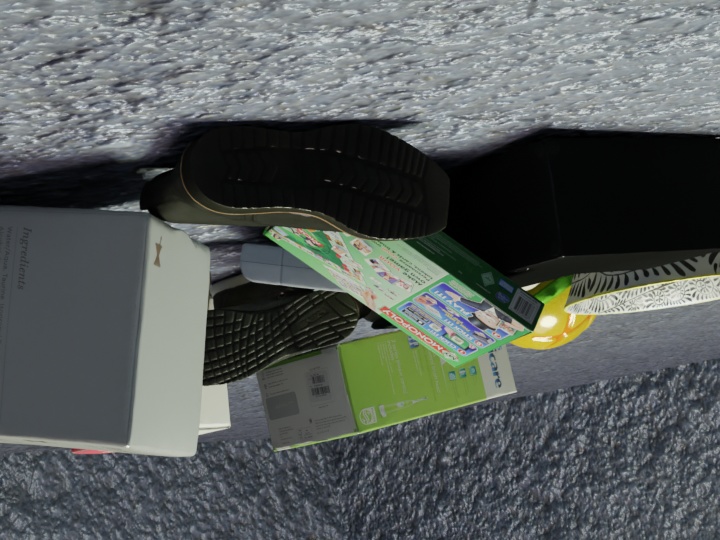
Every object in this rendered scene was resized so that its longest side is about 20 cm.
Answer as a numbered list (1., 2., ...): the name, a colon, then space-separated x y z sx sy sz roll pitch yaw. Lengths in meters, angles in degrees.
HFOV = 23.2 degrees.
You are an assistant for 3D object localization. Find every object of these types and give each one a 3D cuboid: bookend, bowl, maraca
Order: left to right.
1. maraca: 0.183 0.026 1.759 0.137 0.107 0.200 -40 175 19
2. bookend: 0.170 -0.041 1.431 0.198 0.093 0.198 -3 172 -34
3. bowl: 0.282 -0.022 1.637 0.198 0.095 0.201 -7 170 -1

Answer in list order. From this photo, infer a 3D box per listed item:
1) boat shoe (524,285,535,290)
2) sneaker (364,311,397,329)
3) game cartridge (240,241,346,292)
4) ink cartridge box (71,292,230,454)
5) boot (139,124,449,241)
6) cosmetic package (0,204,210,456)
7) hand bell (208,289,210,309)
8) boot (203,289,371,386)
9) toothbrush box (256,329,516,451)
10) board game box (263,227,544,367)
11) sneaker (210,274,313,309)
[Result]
1. boat shoe: 0.111 -0.019 1.609 0.092 0.075 0.200 13 154 -14
2. sneaker: 0.042 0.024 1.790 0.128 0.081 0.199 2 173 -19
3. game cartridge: 0.000 0.000 1.543 0.198 0.041 0.133 6 179 12
4. ink cartridge box: -0.230 0.111 1.870 0.084 0.147 0.199 2 168 -38
5. boot: -0.050 -0.058 1.251 0.198 0.078 0.138 12 168 -24
6. cosmetic package: -0.231 0.046 1.298 0.198 0.168 0.167 3 172 12
7. hand bell: -0.248 0.043 1.699 0.198 0.105 0.104 6 169 -8
8. boot: -0.086 0.058 1.623 0.198 0.069 0.131 -13 -179 5
9. toothbrush box: 0.024 0.104 1.664 0.198 0.087 0.145 -9 175 -37
10. board game box: 0.031 -0.001 1.383 0.199 0.029 0.134 35 155 -12
11. sneaker: -0.082 0.045 1.737 0.070 0.100 0.199 1 166 -34
